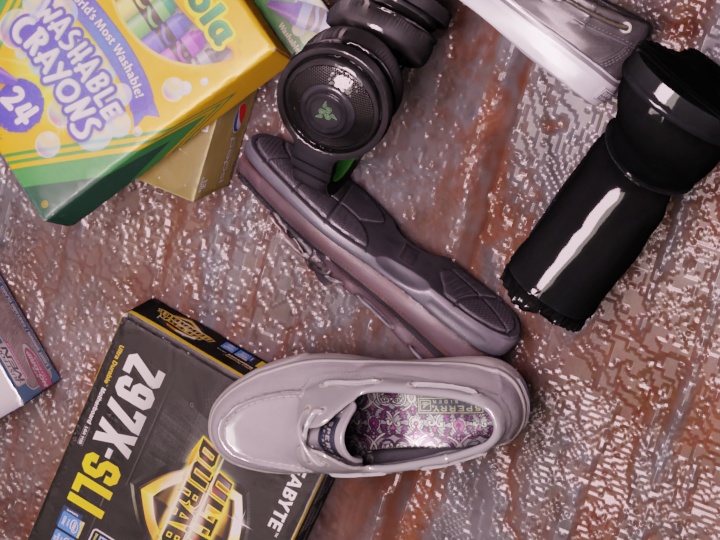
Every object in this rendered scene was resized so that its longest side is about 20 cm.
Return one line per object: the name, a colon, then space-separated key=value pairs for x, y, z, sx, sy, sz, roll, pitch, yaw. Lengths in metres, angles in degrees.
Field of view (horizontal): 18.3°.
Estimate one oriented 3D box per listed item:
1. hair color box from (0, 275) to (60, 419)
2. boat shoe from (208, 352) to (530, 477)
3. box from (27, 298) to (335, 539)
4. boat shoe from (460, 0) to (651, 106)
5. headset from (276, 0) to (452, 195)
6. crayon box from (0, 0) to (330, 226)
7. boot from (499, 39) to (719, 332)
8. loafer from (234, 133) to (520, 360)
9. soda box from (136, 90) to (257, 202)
hair color box: x=-0.303 y=0.080 z=1.447 sx=0.199 sy=0.061 sz=0.100 roll=-29 pitch=93 yaw=22
boat shoe: x=-0.003 y=0.090 z=1.296 sx=0.198 sy=0.068 sz=0.073 roll=1 pitch=101 yaw=19
box: x=-0.110 y=0.142 z=1.405 sx=0.159 sy=0.049 sz=0.201 roll=30 pitch=110 yaw=12
boat shoe: x=0.079 y=-0.178 z=1.258 sx=0.200 sy=0.070 sz=0.066 roll=41 pitch=103 yaw=5
headset: x=-0.009 y=-0.128 z=1.238 sx=0.093 sy=0.124 sz=0.200 roll=26 pitch=149 yaw=6
crayon box: x=-0.130 y=-0.135 z=1.283 sx=0.199 sy=0.052 sz=0.126 roll=-36 pitch=81 yaw=7
boot: x=0.137 y=-0.041 z=1.205 sx=0.073 sy=0.198 sz=0.163 roll=41 pitch=105 yaw=8
loafer: x=0.000 y=0.000 z=1.325 sx=0.200 sy=0.072 sz=0.063 roll=37 pitch=115 yaw=4
soda box: x=-0.169 y=-0.112 z=1.356 sx=0.199 sy=0.064 sz=0.068 roll=22 pitch=108 yaw=13
